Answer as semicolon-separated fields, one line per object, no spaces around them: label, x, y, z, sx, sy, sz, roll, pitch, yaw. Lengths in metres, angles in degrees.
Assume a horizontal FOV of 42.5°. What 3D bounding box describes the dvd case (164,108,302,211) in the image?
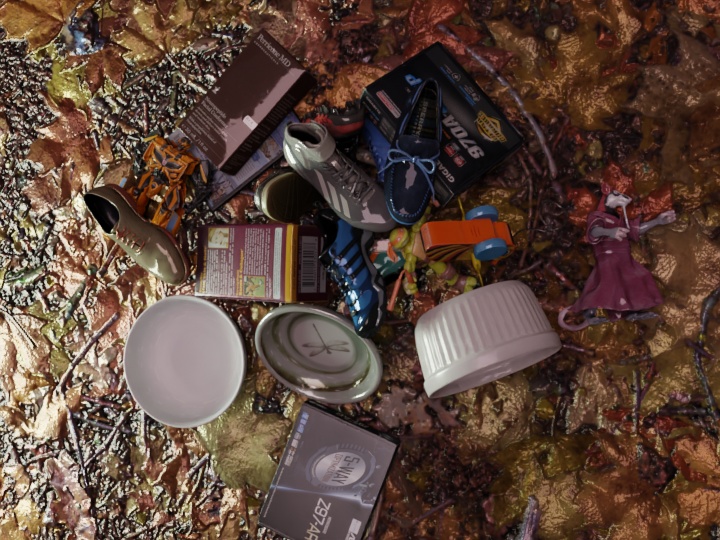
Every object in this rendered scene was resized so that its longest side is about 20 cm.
dvd case;-0.194;-0.208;1.453;0.199;0.018;0.144;-36;83;8

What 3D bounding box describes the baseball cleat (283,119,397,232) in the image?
baseball cleat;-0.031;-0.128;1.255;0.199;0.107;0.070;36;74;11

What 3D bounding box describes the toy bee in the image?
toy bee;0.174;-0.033;1.290;0.197;0.109;0.133;12;65;-2

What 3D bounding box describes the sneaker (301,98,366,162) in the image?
sneaker;-0.032;-0.191;1.339;0.070;0.200;0.099;-13;95;-16

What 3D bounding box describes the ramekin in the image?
ramekin;0.168;0.093;1.285;0.198;0.200;0.106;-23;76;10

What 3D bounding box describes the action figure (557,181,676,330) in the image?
action figure;0.357;-0.025;1.311;0.148;0.132;0.203;-26;66;52

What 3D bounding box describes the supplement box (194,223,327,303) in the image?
supplement box;-0.147;-0.012;1.369;0.198;0.085;0.112;2;90;37

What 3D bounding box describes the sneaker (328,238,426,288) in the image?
sneaker;0.000;0.000;1.382;0.197;0.071;0.081;-6;84;10

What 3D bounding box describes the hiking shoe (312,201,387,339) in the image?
hiking shoe;-0.021;0.002;1.289;0.074;0.086;0.202;-47;46;48

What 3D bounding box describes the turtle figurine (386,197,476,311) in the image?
turtle figurine;0.095;-0.019;1.324;0.160;0.064;0.203;22;67;-29

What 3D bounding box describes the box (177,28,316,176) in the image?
box;-0.171;-0.252;1.404;0.100;0.075;0.200;43;95;10

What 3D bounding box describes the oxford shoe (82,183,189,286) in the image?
oxford shoe;-0.343;-0.047;1.395;0.200;0.075;0.071;42;108;7

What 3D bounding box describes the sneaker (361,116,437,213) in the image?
sneaker;0.036;-0.152;1.373;0.199;0.077;0.112;41;88;3

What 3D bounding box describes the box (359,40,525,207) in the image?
box;0.116;-0.214;1.334;0.158;0.046;0.201;-35;81;-25

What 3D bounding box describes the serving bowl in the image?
serving bowl;-0.264;0.139;1.438;0.197;0.066;0.204;0;89;11

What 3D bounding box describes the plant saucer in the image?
plant saucer;-0.057;0.113;1.369;0.197;0.051;0.202;12;134;12

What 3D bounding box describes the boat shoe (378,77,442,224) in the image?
boat shoe;0.068;-0.165;1.241;0.083;0.069;0.203;5;75;-4

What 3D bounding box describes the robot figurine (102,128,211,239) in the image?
robot figurine;-0.318;-0.118;1.447;0.144;0.058;0.202;32;106;10

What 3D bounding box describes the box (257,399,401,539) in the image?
box;-0.048;0.320;1.401;0.158;0.043;0.202;23;94;12

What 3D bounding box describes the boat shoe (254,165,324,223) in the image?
boat shoe;-0.109;-0.115;1.347;0.065;0.200;0.073;12;107;20
